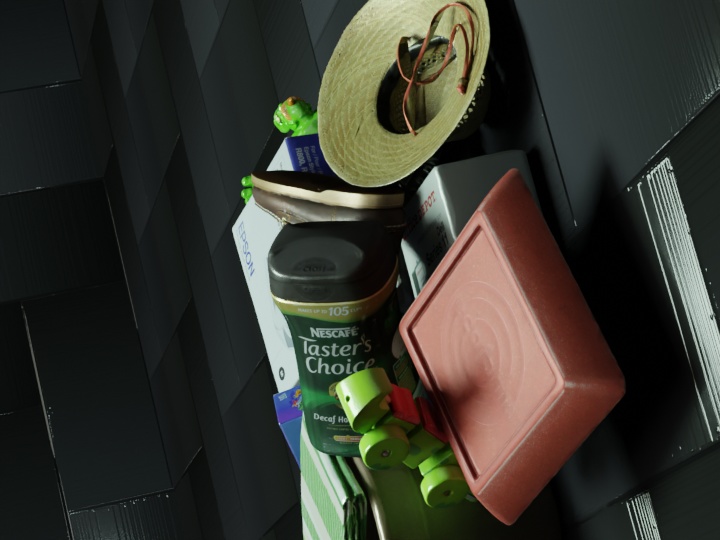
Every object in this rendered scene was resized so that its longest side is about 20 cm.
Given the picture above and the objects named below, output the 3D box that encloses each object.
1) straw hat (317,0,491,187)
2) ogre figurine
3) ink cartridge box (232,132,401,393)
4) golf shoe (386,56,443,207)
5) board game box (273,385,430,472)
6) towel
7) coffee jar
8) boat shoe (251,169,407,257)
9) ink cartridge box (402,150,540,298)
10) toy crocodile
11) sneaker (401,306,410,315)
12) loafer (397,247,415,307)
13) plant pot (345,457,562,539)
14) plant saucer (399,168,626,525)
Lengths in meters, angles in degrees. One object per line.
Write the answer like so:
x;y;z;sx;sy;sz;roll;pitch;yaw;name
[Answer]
0.062;-0.149;1.712;0.200;0.085;0.203;-22;59;41;straw hat
-0.045;-0.118;1.998;0.098;0.199;0.120;55;153;10;ogre figurine
-0.046;-0.015;1.839;0.200;0.040;0.201;-55;44;46;ink cartridge box
0.040;-0.126;1.811;0.088;0.076;0.201;88;-172;-55;golf shoe
0.018;0.176;1.857;0.045;0.133;0.201;-107;-5;-56;board game box
-0.023;0.232;1.767;0.153;0.023;0.202;-121;24;-54;towel
-0.010;0.053;1.660;0.086;0.103;0.201;-63;-34;-51;coffee jar
-0.033;-0.044;1.738;0.199;0.070;0.071;19;112;56;boat shoe
0.104;0.021;1.671;0.147;0.082;0.202;125;132;-68;ink cartridge box
0.046;0.130;1.597;0.200;0.062;0.068;36;-154;-42;toy crocodile
0.068;0.048;1.899;0.200;0.070;0.083;106;163;-55;sneaker
0.000;0.000;1.869;0.200;0.070;0.074;176;88;-76;loafer
0.076;0.227;1.768;0.200;0.173;0.202;169;90;-74;plant pot
0.101;0.061;1.526;0.200;0.036;0.201;-56;49;46;plant saucer
